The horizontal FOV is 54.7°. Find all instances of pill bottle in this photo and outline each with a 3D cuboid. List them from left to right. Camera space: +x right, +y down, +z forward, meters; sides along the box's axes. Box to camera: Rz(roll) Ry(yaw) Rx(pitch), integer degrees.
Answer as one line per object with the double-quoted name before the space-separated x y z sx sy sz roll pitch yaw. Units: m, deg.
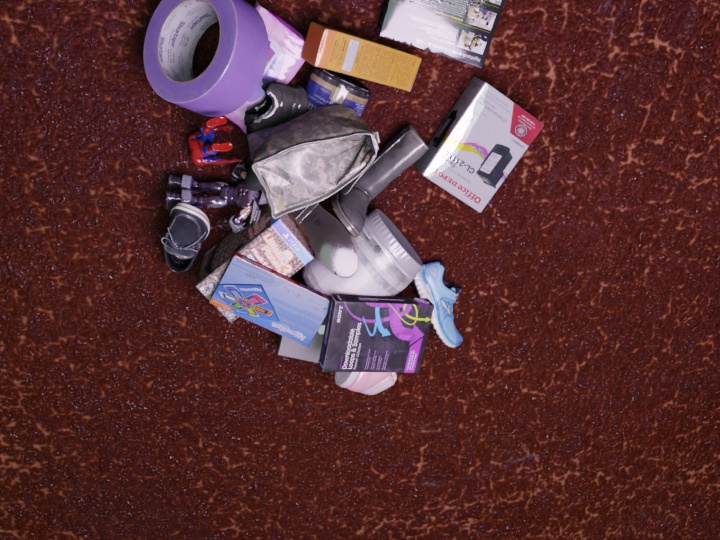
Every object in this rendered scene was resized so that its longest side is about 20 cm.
"pill bottle" -0.070 -0.253 1.247 0.111 0.112 0.201 21 109 -14

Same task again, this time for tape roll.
"tape roll" -0.253 -0.360 1.136 0.198 0.085 0.202 -2 86 29

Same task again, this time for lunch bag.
"lunch bag" -0.071 -0.186 1.122 0.198 0.164 0.118 -22 119 -1

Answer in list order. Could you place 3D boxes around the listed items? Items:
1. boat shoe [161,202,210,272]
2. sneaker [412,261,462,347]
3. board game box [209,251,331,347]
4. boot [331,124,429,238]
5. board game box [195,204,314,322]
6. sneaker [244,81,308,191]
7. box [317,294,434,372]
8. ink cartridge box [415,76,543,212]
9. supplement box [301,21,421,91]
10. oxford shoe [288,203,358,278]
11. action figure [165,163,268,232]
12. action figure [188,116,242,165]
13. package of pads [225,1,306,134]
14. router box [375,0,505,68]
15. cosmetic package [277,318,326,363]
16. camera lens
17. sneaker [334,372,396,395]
"boat shoe" -0.322 -0.056 1.273 0.074 0.063 0.200 21 149 -10
"sneaker" 0.175 0.070 1.430 0.089 0.078 0.201 -25 113 1
"board game box" -0.157 0.054 1.245 0.199 0.019 0.103 27 106 -17
"boot" 0.041 -0.166 1.266 0.199 0.183 0.073 -31 127 12
"board game box" -0.195 -0.027 1.303 0.199 0.160 0.097 -37 112 9
"sneaker" -0.168 -0.235 1.203 0.090 0.076 0.201 9 113 -38
"box" 0.029 0.119 1.285 0.198 0.036 0.144 3 110 -20
"ink cartridge box" 0.219 -0.233 1.302 0.145 0.083 0.201 29 107 -17
"supplement box" 0.004 -0.365 1.196 0.198 0.067 0.069 4 115 -31
"oxford shoe" -0.071 -0.072 1.257 0.071 0.071 0.201 -36 86 -4
"action figure" -0.252 -0.139 1.279 0.198 0.131 0.070 4 155 -3
"action figure" -0.242 -0.223 1.215 0.098 0.200 0.066 -13 96 -26
"package of pads" -0.186 -0.348 1.214 0.120 0.076 0.200 33 106 -21
"router box" 0.143 -0.457 1.215 0.198 0.051 0.150 14 112 -11
"cosmetic package" -0.064 0.130 1.426 0.198 0.090 0.108 16 109 -9
"camera lens" 0.000 0.000 1.335 0.200 0.160 0.160 -40 111 11
"sneaker" 0.043 0.158 1.370 0.104 0.075 0.201 30 98 -29
